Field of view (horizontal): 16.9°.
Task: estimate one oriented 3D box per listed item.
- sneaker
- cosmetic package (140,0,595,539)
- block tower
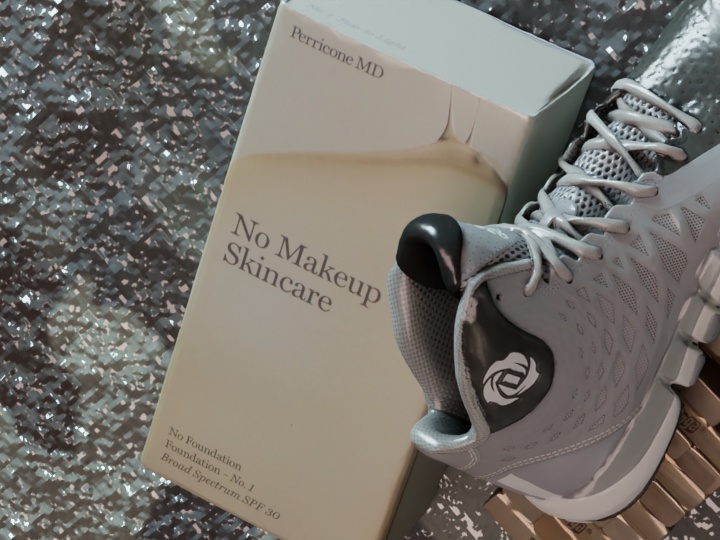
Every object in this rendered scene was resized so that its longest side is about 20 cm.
[{"bbox_3d":[0.073,-0.019,0.792,0.075,0.115,0.200,24,95,54],"label":"sneaker"},{"bbox_3d":[0.000,0.000,0.889,0.104,0.073,0.200,25,119,14],"label":"cosmetic package"},{"bbox_3d":[0.131,0.034,0.854,0.058,0.054,0.200,46,120,1],"label":"block tower"}]
